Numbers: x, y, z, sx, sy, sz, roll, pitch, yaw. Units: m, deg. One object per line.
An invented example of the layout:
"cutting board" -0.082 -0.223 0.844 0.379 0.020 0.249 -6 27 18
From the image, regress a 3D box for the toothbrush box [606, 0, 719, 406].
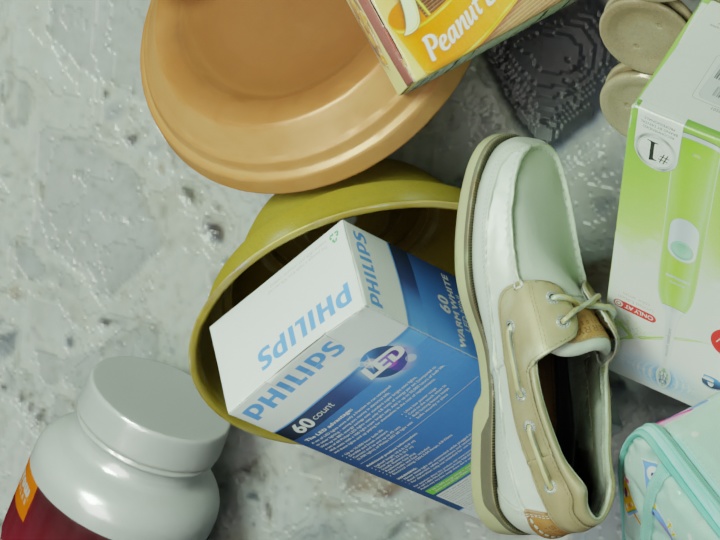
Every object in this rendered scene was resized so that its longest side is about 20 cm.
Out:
"toothbrush box" 0.204 -0.014 1.432 0.145 0.086 0.201 24 145 17

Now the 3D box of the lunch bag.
"lunch bag" 0.189 0.165 1.477 0.161 0.077 0.201 51 156 35

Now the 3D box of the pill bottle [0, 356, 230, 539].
"pill bottle" -0.148 0.154 1.681 0.113 0.113 0.201 31 114 16

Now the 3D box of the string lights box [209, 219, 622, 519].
"string lights box" 0.031 0.056 1.524 0.103 0.199 0.059 -38 46 27

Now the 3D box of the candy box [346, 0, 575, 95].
"candy box" 0.080 -0.185 1.456 0.199 0.055 0.116 -29 89 -8

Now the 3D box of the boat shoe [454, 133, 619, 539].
"boat shoe" 0.095 0.031 1.461 0.068 0.074 0.202 -1 94 47

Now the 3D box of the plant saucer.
"plant saucer" -0.030 -0.136 1.528 0.199 0.037 0.201 -13 59 22

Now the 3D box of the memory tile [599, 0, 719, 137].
"memory tile" 0.211 -0.103 1.419 0.199 0.017 0.154 14 142 17

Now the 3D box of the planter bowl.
"planter bowl" 0.000 0.000 1.561 0.200 0.200 0.084 -40 47 28
